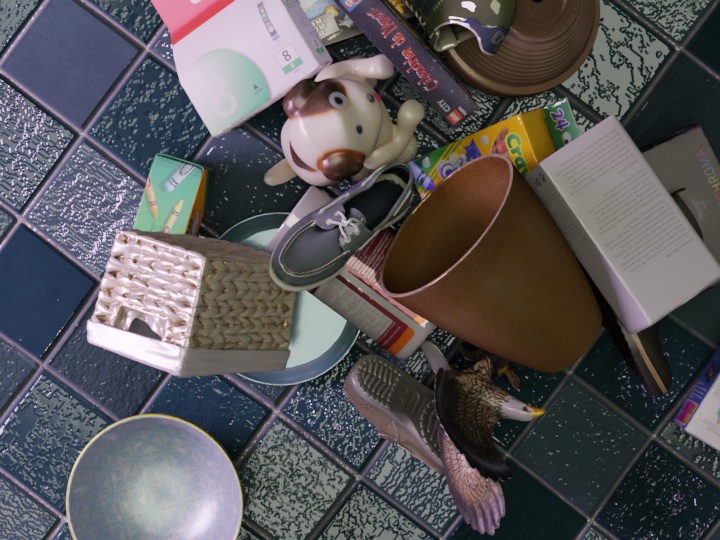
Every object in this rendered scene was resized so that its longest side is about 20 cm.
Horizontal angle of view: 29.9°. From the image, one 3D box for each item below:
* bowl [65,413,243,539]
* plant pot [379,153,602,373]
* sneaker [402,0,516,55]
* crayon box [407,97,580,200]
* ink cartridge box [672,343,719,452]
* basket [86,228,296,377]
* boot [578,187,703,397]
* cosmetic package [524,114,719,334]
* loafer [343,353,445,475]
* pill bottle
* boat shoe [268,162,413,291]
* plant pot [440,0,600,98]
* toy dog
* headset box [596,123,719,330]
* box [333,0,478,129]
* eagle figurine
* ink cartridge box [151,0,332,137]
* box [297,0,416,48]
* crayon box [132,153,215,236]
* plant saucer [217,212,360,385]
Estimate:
[{"bbox_3d":[-0.227,0.256,1.543,0.199,0.108,0.201,0,93,1],"label":"bowl"},{"bbox_3d":[0.155,0.011,1.412,0.200,0.186,0.187,40,92,-21],"label":"plant pot"},{"bbox_3d":[0.081,-0.283,1.455,0.200,0.067,0.090,19,100,39],"label":"sneaker"},{"bbox_3d":[0.158,-0.097,1.493,0.200,0.052,0.126,-21,90,40],"label":"crayon box"},{"bbox_3d":[0.471,0.128,1.548,0.136,0.076,0.200,31,94,-2],"label":"ink cartridge box"},{"bbox_3d":[-0.167,0.032,1.411,0.135,0.200,0.124,16,97,28],"label":"basket"},{"bbox_3d":[0.328,0.022,1.455,0.138,0.077,0.201,-25,92,-2],"label":"boot"},{"bbox_3d":[0.271,-0.047,1.395,0.101,0.071,0.200,-32,85,-12],"label":"cosmetic package"},{"bbox_3d":[0.060,0.170,1.564,0.200,0.070,0.075,42,61,-12],"label":"loafer"},{"bbox_3d":[0.000,0.000,1.502,0.200,0.110,0.110,37,92,-2],"label":"pill bottle"},{"bbox_3d":[-0.017,-0.052,1.419,0.200,0.062,0.073,-36,77,-31],"label":"boat shoe"},{"bbox_3d":[0.183,-0.297,1.503,0.200,0.093,0.202,0,90,-12],"label":"plant pot"},{"bbox_3d":[-0.029,-0.161,1.476,0.193,0.200,0.140,-21,92,1],"label":"toy dog"},{"bbox_3d":[0.322,-0.045,1.533,0.199,0.093,0.175,-25,92,2],"label":"headset box"},{"bbox_3d":[0.040,-0.254,1.469,0.038,0.137,0.200,-41,115,10],"label":"box"},{"bbox_3d":[0.127,0.162,1.472,0.152,0.151,0.200,37,57,-23],"label":"eagle figurine"},{"bbox_3d":[-0.149,-0.276,1.520,0.161,0.050,0.200,-30,95,25],"label":"ink cartridge box"},{"bbox_3d":[-0.020,-0.334,1.547,0.199,0.040,0.137,-18,93,1],"label":"box"},{"bbox_3d":[-0.224,-0.029,1.524,0.058,0.119,0.201,18,93,0],"label":"crayon box"},{"bbox_3d":[-0.093,0.033,1.572,0.199,0.027,0.201,0,92,0],"label":"plant saucer"}]
